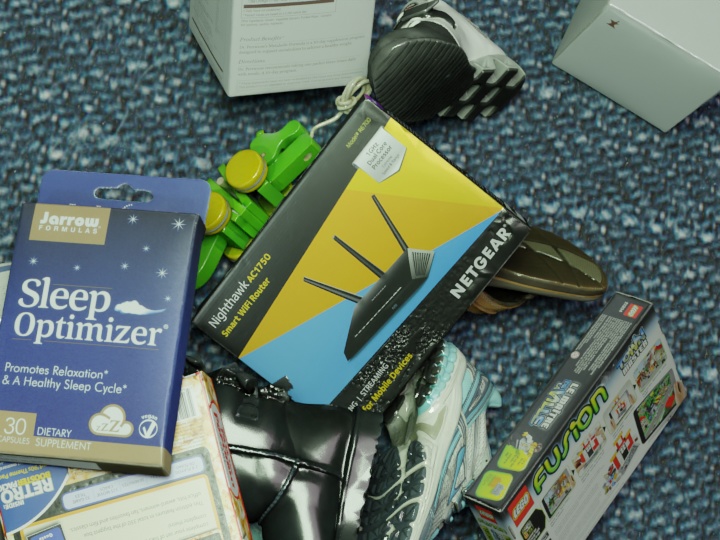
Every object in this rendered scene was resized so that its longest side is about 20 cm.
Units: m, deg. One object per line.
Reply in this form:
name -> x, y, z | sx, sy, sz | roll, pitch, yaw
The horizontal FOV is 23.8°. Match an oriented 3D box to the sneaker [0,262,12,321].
sneaker -> -0.268, 0.061, 1.144 | 0.198, 0.081, 0.116 | -6, 80, -11

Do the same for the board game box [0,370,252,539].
board game box -> -0.145, 0.182, 1.092 | 0.151, 0.046, 0.201 | -15, 79, 1

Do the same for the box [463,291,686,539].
box -> 0.161, 0.125, 1.242 | 0.200, 0.035, 0.110 | -50, 135, -23

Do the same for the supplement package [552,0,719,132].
supplement package -> 0.256, -0.236, 1.362 | 0.117, 0.117, 0.201 | 30, 68, -8

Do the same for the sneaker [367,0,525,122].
sneaker -> 0.045, -0.162, 1.266 | 0.074, 0.200, 0.089 | -43, 72, 19

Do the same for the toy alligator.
toy alligator -> -0.072, -0.073, 1.233 | 0.200, 0.059, 0.054 | -49, 53, -1

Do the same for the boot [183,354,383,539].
boot -> -0.080, 0.161, 1.148 | 0.161, 0.073, 0.199 | 13, 76, -3

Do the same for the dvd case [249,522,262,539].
dvd case -> -0.063, 0.221, 1.187 | 0.146, 0.022, 0.200 | 47, 68, -1

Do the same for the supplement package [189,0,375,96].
supplement package -> -0.053, -0.241, 1.211 | 0.109, 0.201, 0.114 | -8, 39, -19

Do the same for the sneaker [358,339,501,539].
sneaker -> 0.057, 0.147, 1.206 | 0.086, 0.077, 0.201 | 32, 57, -24

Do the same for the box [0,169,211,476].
box -> -0.168, 0.026, 1.094 | 0.120, 0.032, 0.201 | 4, 70, 7

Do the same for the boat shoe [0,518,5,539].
boat shoe -> -0.250, 0.218, 1.112 | 0.073, 0.074, 0.201 | -17, 84, 5

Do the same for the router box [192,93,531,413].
router box -> 0.000, 0.000, 1.201 | 0.149, 0.051, 0.200 | 37, 99, -6

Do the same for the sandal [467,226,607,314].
sandal -> 0.082, 0.005, 1.270 | 0.199, 0.055, 0.082 | 1, 33, -4
